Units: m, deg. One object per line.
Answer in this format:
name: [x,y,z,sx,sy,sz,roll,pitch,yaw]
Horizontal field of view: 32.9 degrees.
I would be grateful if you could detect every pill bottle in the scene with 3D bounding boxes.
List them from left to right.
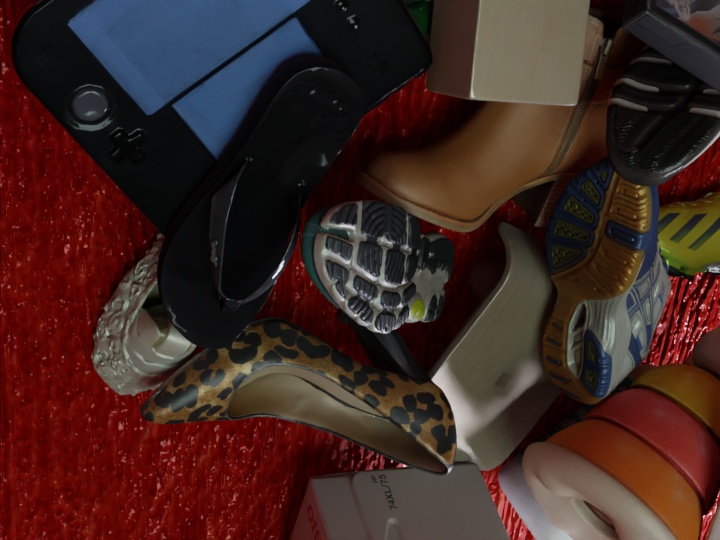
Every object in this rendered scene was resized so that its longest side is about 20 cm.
pill bottle: [0.220,0.153,1.002,0.199,0.111,0.111,-37,127,2]

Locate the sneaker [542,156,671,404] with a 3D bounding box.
sneaker: [0.181,-0.003,0.866,0.088,0.075,0.201,-27,138,-34]

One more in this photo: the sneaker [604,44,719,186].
sneaker: [0.219,-0.113,0.815,0.201,0.075,0.116,-61,157,-25]

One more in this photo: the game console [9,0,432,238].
game console: [-0.077,-0.126,0.694,0.199,0.031,0.177,-34,124,6]

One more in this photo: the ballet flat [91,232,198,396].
ballet flat: [-0.117,0.012,0.802,0.071,0.072,0.201,22,111,-32]

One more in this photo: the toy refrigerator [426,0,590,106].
toy refrigerator: [0.092,-0.203,0.724,0.075,0.070,0.202,0,102,-22]

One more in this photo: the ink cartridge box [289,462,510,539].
ink cartridge box: [0.024,0.272,0.948,0.145,0.147,0.201,-1,133,-21]

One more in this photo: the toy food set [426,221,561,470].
toy food set: [0.094,0.066,0.936,0.143,0.060,0.201,21,112,-44]

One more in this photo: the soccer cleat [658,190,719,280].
soccer cleat: [0.269,-0.033,0.948,0.199,0.065,0.084,10,93,-25]

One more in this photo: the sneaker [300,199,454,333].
sneaker: [0.000,0.000,0.787,0.200,0.079,0.078,25,75,-70]

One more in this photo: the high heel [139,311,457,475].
high heel: [-0.035,0.101,0.821,0.199,0.143,0.072,-19,152,-26]

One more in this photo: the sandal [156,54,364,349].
sandal: [-0.064,-0.033,0.724,0.076,0.043,0.201,14,118,-29]

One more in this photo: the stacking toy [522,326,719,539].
stacking toy: [0.229,0.120,0.903,0.200,0.146,0.147,-46,129,-18]

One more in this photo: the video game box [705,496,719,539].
video game box: [0.305,0.127,0.902,0.200,0.047,0.184,-23,131,-63]

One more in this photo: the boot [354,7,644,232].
boot: [0.097,-0.109,0.815,0.199,0.074,0.156,-1,121,-34]

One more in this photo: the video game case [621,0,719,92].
video game case: [0.252,-0.182,0.767,0.199,0.182,0.025,25,151,-25]

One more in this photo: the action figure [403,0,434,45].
action figure: [-0.011,-0.153,0.751,0.198,0.055,0.119,-1,123,-24]
